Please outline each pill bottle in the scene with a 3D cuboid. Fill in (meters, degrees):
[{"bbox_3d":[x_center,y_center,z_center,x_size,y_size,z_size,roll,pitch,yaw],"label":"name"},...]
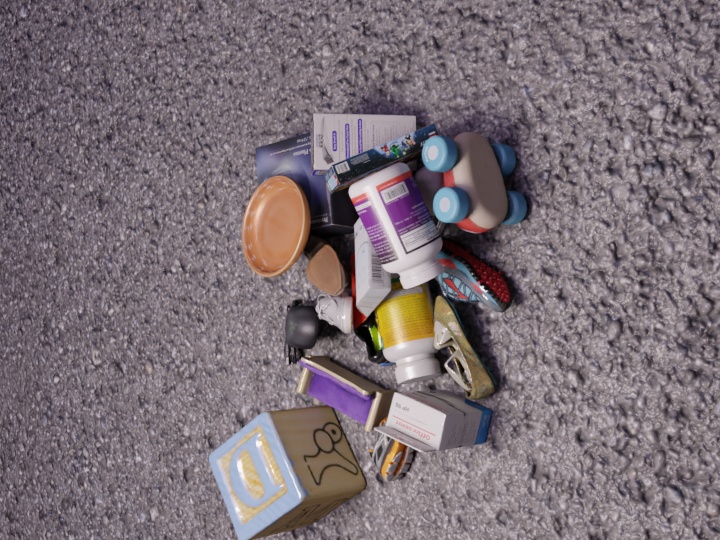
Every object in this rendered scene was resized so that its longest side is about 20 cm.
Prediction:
[{"bbox_3d":[0.088,0.105,1.679,0.113,0.113,0.200,-22,74,35],"label":"pill bottle"},{"bbox_3d":[0.067,-0.075,1.535,0.112,0.112,0.200,-21,96,35],"label":"pill bottle"}]

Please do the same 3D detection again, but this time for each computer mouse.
[{"bbox_3d":[-0.132,0.120,1.824,0.200,0.053,0.139,157,115,-72],"label":"computer mouse"}]

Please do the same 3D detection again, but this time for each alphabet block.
[{"bbox_3d":[-0.145,0.398,1.786,0.196,0.200,0.196,-38,64,29],"label":"alphabet block"}]

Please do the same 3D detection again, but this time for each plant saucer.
[{"bbox_3d":[-0.161,-0.085,1.769,0.200,0.037,0.201,-11,75,47],"label":"plant saucer"}]

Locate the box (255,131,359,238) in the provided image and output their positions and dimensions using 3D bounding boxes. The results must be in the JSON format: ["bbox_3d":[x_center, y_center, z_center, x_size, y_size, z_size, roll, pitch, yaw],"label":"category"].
[{"bbox_3d":[-0.102,-0.168,1.842,0.200,0.123,0.199,-10,82,38],"label":"box"}]

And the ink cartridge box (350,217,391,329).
[{"bbox_3d":[0.000,0.000,1.666,0.200,0.047,0.160,130,142,-58],"label":"ink cartridge box"}]

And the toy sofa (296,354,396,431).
[{"bbox_3d":[-0.038,0.240,1.778,0.200,0.098,0.083,23,100,36],"label":"toy sofa"}]

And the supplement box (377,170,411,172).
[{"bbox_3d":[0.045,-0.138,1.691,0.200,0.066,0.069,159,107,-79],"label":"supplement box"}]

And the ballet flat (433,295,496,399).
[{"bbox_3d":[0.171,0.141,1.616,0.071,0.071,0.200,-34,80,31],"label":"ballet flat"}]

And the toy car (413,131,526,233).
[{"bbox_3d":[0.157,-0.135,1.613,0.200,0.184,0.177,-25,72,48],"label":"toy car"}]

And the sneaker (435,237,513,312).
[{"bbox_3d":[0.196,0.024,1.639,0.200,0.079,0.096,43,129,36],"label":"sneaker"}]

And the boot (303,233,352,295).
[{"bbox_3d":[-0.054,0.002,1.774,0.070,0.146,0.200,-36,52,7],"label":"boot"}]

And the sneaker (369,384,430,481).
[{"bbox_3d":[0.072,0.298,1.704,0.077,0.078,0.200,37,108,43],"label":"sneaker"}]

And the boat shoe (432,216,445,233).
[{"bbox_3d":[0.087,-0.066,1.720,0.200,0.068,0.072,-46,61,26],"label":"boat shoe"}]

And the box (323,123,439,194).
[{"bbox_3d":[0.037,-0.200,1.626,0.200,0.137,0.038,-23,90,-8],"label":"box"}]

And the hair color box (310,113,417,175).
[{"bbox_3d":[0.005,-0.239,1.725,0.065,0.200,0.110,152,118,-79],"label":"hair color box"}]

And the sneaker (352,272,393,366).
[{"bbox_3d":[0.025,0.087,1.748,0.071,0.083,0.200,-24,72,34],"label":"sneaker"}]

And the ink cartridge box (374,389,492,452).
[{"bbox_3d":[0.129,0.261,1.580,0.116,0.200,0.067,19,97,37],"label":"ink cartridge box"}]

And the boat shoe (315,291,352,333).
[{"bbox_3d":[-0.052,0.075,1.747,0.200,0.068,0.072,-115,25,-74],"label":"boat shoe"}]
